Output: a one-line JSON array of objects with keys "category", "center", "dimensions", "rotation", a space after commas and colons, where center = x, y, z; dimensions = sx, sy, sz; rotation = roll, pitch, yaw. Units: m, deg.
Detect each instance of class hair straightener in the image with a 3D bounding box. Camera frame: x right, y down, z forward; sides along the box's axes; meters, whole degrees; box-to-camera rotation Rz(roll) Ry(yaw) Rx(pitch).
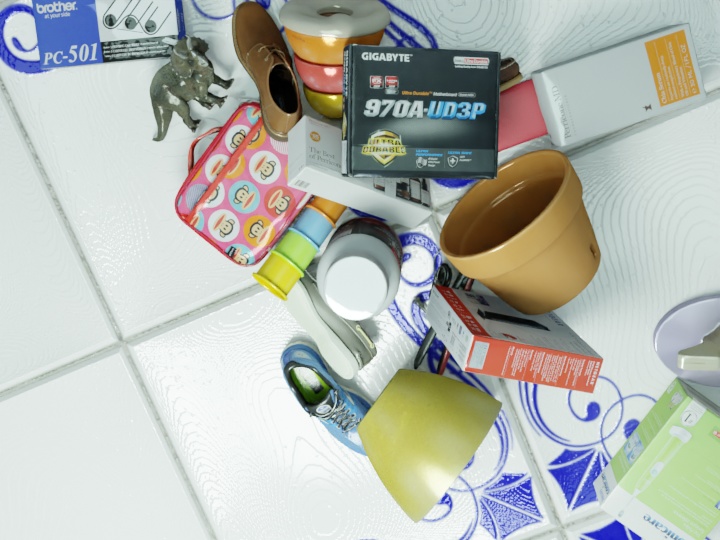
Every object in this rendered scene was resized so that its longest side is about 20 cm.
[{"category": "hair straightener", "center": [0.110, 0.047, 1.485], "dimensions": [0.076, 0.041, 0.203], "rotation": [19, 104, 1]}]

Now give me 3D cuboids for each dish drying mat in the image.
[{"category": "dish drying mat", "center": [0.201, -0.206, 1.434], "dimensions": [0.197, 0.018, 0.078], "rotation": [-19, 101, 10]}]

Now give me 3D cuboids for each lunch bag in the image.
[{"category": "lunch bag", "center": [-0.156, -0.126, 1.456], "dimensions": [0.175, 0.082, 0.201], "rotation": [38, 100, 0]}]

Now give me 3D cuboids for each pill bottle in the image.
[{"category": "pill bottle", "center": [0.000, 0.000, 1.404], "dimensions": [0.109, 0.200, 0.113], "rotation": [1, 103, 4]}]

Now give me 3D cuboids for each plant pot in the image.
[{"category": "plant pot", "center": [0.079, 0.217, 1.454], "dimensions": [0.141, 0.200, 0.201], "rotation": [37, 103, 5]}, {"category": "plant pot", "center": [0.221, -0.038, 1.390], "dimensions": [0.199, 0.201, 0.140], "rotation": [-35, 113, 12]}]

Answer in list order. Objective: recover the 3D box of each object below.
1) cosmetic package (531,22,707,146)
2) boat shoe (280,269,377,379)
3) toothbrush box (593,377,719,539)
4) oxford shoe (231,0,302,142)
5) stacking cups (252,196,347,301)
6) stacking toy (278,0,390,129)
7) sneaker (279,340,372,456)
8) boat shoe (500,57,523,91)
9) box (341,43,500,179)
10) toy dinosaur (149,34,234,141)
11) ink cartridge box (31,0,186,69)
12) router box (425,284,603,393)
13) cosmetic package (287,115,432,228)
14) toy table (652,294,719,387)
[{"category": "cosmetic package", "center": [0.332, -0.239, 1.375], "dimensions": [0.197, 0.071, 0.103], "rotation": [-19, 100, 1]}, {"category": "boat shoe", "center": [-0.054, 0.054, 1.493], "dimensions": [0.060, 0.072, 0.203], "rotation": [-34, 84, -29]}, {"category": "toothbrush box", "center": [0.443, 0.277, 1.482], "dimensions": [0.145, 0.086, 0.201], "rotation": [33, 102, -3]}, {"category": "oxford shoe", "center": [-0.115, -0.275, 1.395], "dimensions": [0.070, 0.071, 0.202], "rotation": [-16, 75, -19]}, {"category": "stacking cups", "center": [-0.068, -0.057, 1.445], "dimensions": [0.060, 0.061, 0.201], "rotation": [35, 77, -3]}, {"category": "stacking toy", "center": [-0.036, -0.255, 1.409], "dimensions": [0.144, 0.147, 0.203], "rotation": [5, 121, 4]}, {"category": "sneaker", "center": [-0.044, 0.194, 1.507], "dimensions": [0.078, 0.089, 0.200], "rotation": [-43, 98, 13]}, {"category": "boat shoe", "center": [0.113, -0.245, 1.406], "dimensions": [0.197, 0.070, 0.071], "rotation": [-19, 104, 9]}, {"category": "box", "center": [0.075, -0.195, 1.327], "dimensions": [0.197, 0.046, 0.162], "rotation": [0, 95, -15]}, {"category": "toy dinosaur", "center": [-0.237, -0.248, 1.432], "dimensions": [0.102, 0.078, 0.199], "rotation": [36, 141, -22]}, {"category": "ink cartridge box", "center": [-0.338, -0.328, 1.443], "dimensions": [0.197, 0.044, 0.096], "rotation": [-4, 100, 6]}, {"category": "router box", "center": [0.193, 0.086, 1.386], "dimensions": [0.177, 0.200, 0.050], "rotation": [11, 104, -14]}, {"category": "cosmetic package", "center": [0.001, -0.127, 1.387], "dimensions": [0.198, 0.084, 0.051], "rotation": [17, 144, -30]}, {"category": "toy table", "center": [0.503, 0.110, 1.425], "dimensions": [0.197, 0.117, 0.187], "rotation": [-10, 101, 6]}]
